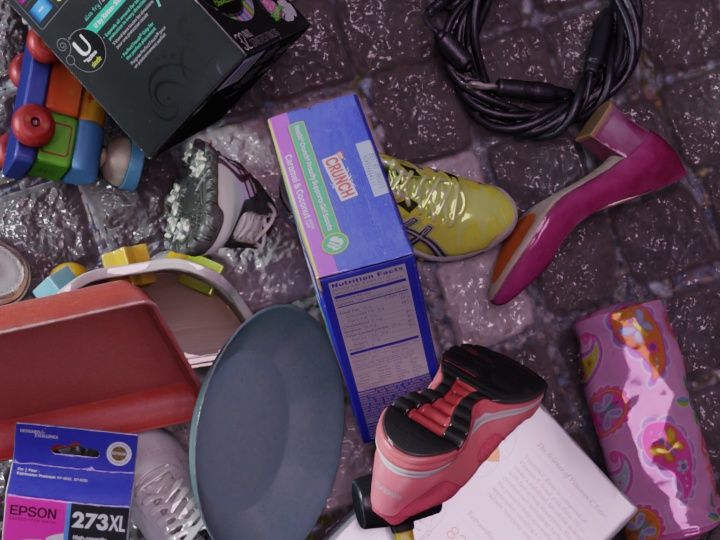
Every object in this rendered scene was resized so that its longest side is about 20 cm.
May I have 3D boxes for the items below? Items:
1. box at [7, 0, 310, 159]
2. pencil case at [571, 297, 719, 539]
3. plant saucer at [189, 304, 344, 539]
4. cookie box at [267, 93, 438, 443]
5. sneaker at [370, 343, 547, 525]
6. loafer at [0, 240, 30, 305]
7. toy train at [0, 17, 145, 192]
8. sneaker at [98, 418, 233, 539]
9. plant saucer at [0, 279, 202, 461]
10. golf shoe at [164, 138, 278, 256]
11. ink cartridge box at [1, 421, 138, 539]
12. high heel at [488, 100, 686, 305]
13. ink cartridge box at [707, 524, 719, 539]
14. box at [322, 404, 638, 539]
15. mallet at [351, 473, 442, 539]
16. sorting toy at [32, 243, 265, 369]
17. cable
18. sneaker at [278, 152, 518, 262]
[{"bbox_3d":[-0.165,-0.214,1.330,0.200,0.149,0.124,47,115,0],"label":"box"},{"bbox_3d":[0.233,0.125,1.383,0.087,0.087,0.202,-14,82,-9],"label":"pencil case"},{"bbox_3d":[-0.080,0.125,1.313,0.038,0.201,0.203,5,77,31],"label":"plant saucer"},{"bbox_3d":[0.000,0.000,1.283,0.075,0.201,0.172,-16,48,-2],"label":"cookie box"},{"bbox_3d":[0.063,0.118,1.236,0.073,0.200,0.087,32,121,23],"label":"sneaker"},{"bbox_3d":[-0.360,-0.016,1.344,0.198,0.063,0.073,16,78,-4],"label":"loafer"},{"bbox_3d":[-0.221,-0.164,1.387,0.115,0.085,0.202,14,71,-21],"label":"toy train"},{"bbox_3d":[-0.136,0.194,1.326,0.076,0.081,0.201,-35,82,-9],"label":"sneaker"},{"bbox_3d":[-0.224,0.073,1.253,0.198,0.200,0.037,-13,61,3],"label":"plant saucer"},{"bbox_3d":[-0.101,-0.050,1.317,0.088,0.200,0.078,26,102,-11],"label":"golf shoe"},{"bbox_3d":[-0.224,0.218,1.294,0.094,0.037,0.202,6,103,-6],"label":"ink cartridge box"},{"bbox_3d":[0.188,-0.036,1.422,0.096,0.067,0.201,37,75,-12],"label":"high heel"},{"bbox_3d":[0.357,0.215,1.388,0.115,0.067,0.201,33,78,1],"label":"ink cartridge box"},{"bbox_3d":[0.088,0.202,1.337,0.200,0.106,0.152,-42,86,-11],"label":"box"},{"bbox_3d":[0.052,0.240,1.258,0.065,0.041,0.202,-18,87,-12],"label":"mallet"},{"bbox_3d":[-0.171,0.024,1.301,0.198,0.180,0.108,-9,81,-9],"label":"sorting toy"},{"bbox_3d":[0.163,-0.208,1.448,0.199,0.051,0.164,-35,86,-12],"label":"cable"},{"bbox_3d":[0.033,-0.055,1.392,0.198,0.076,0.076,8,77,-7],"label":"sneaker"}]
